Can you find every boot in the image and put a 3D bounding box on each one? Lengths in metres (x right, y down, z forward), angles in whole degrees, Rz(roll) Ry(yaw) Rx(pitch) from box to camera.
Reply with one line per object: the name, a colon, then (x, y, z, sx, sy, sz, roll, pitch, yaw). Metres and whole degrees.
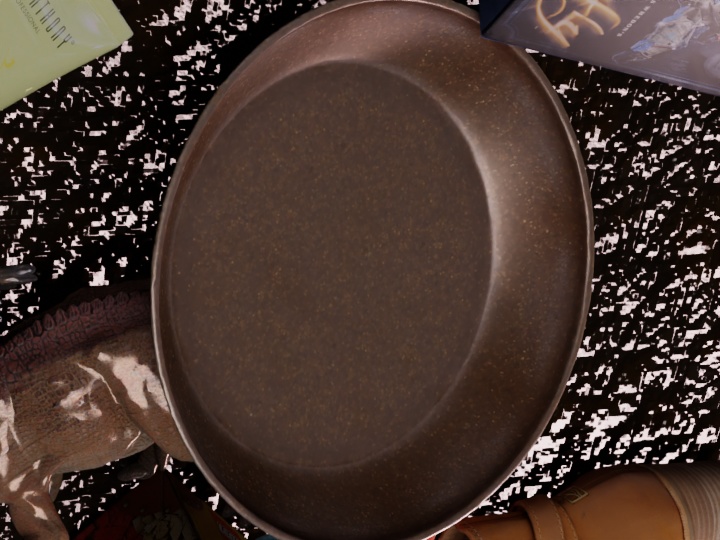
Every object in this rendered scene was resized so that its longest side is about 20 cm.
boot: (0.087, 0.176, 1.012, 0.155, 0.077, 0.200, -8, 120, -37)

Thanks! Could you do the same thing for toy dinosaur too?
toy dinosaur: (-0.101, 0.036, 0.861, 0.200, 0.086, 0.136, -19, 120, -18)

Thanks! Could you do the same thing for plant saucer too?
plant saucer: (0.000, 0.000, 0.867, 0.200, 0.037, 0.201, -6, 100, -37)

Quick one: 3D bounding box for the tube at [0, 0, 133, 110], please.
tube: (-0.174, -0.051, 0.792, 0.200, 0.052, 0.058, -34, 169, -5)

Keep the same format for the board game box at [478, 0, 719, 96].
board game box: (0.144, -0.127, 0.813, 0.135, 0.035, 0.200, 11, 149, -22)

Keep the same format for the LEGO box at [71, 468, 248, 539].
LEGO box: (-0.066, 0.197, 0.980, 0.149, 0.077, 0.200, -39, 128, 5)

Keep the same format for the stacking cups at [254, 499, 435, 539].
stacking cups: (-0.012, 0.115, 0.889, 0.200, 0.060, 0.061, -34, 147, -58)
